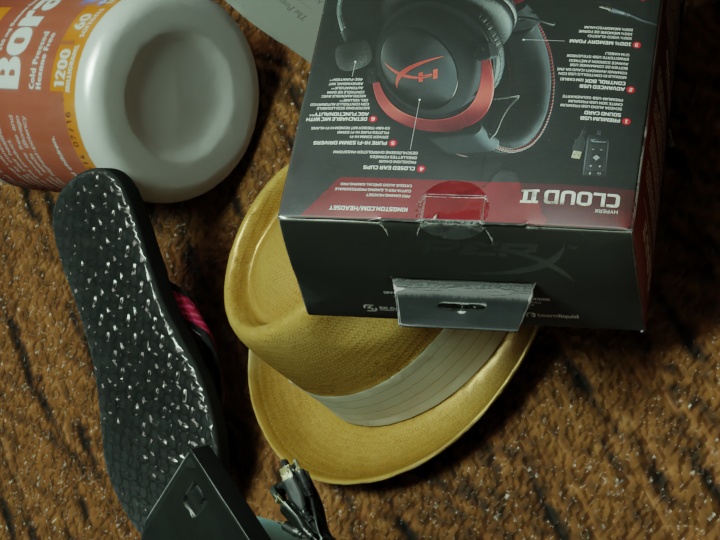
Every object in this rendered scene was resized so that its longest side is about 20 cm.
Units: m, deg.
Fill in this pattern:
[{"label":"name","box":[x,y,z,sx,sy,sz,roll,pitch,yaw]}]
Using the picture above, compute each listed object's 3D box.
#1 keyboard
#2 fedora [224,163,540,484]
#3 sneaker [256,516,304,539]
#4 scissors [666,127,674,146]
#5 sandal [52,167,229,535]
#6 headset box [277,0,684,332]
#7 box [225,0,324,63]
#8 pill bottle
[{"label":"keyboard","box":[-0.020,0.156,1.090,0.200,0.021,0.127,55,138,21]},{"label":"fedora","box":[0.000,0.000,1.200,0.200,0.082,0.201,-27,50,37]},{"label":"sneaker","box":[-0.102,0.181,1.207,0.200,0.082,0.074,-49,38,16]},{"label":"scissors","box":[0.092,-0.102,1.219,0.073,0.014,0.200,-41,43,21]},{"label":"sandal","box":[-0.099,0.042,1.302,0.075,0.045,0.201,-29,68,32]},{"label":"headset box","box":[0.054,-0.061,1.109,0.148,0.075,0.201,2,55,13]},{"label":"box","box":[0.011,-0.209,1.275,0.200,0.124,0.098,-43,30,22]},{"label":"pill bottle","box":[-0.154,-0.097,1.416,0.200,0.112,0.113,7,73,51]}]
